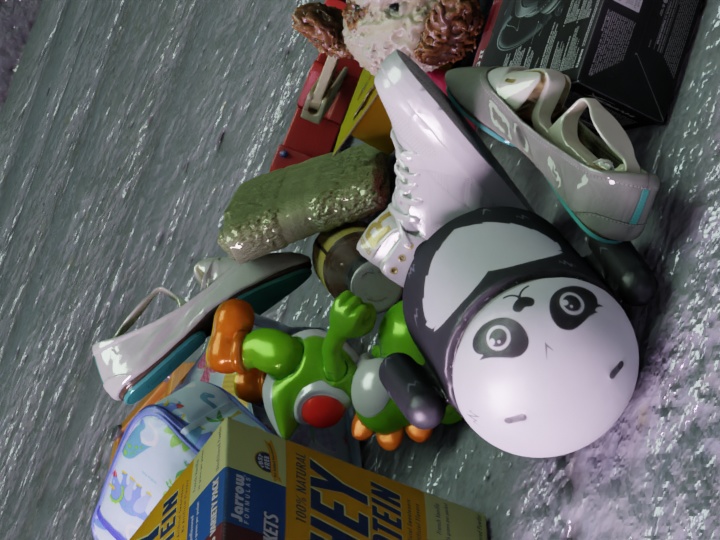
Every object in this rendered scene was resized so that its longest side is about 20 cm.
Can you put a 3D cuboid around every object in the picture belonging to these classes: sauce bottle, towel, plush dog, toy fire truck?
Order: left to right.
[{"bbox_3d":[-0.042,-0.060,1.760,0.148,0.037,0.200,-19,13,5],"label":"towel"},{"bbox_3d":[-0.030,-0.161,1.897,0.141,0.049,0.200,60,-128,-87],"label":"toy fire truck"},{"bbox_3d":[0.000,0.000,1.662,0.200,0.065,0.065,-123,58,-79],"label":"sauce bottle"},{"bbox_3d":[0.039,-0.227,1.612,0.200,0.160,0.172,4,74,48],"label":"plush dog"}]

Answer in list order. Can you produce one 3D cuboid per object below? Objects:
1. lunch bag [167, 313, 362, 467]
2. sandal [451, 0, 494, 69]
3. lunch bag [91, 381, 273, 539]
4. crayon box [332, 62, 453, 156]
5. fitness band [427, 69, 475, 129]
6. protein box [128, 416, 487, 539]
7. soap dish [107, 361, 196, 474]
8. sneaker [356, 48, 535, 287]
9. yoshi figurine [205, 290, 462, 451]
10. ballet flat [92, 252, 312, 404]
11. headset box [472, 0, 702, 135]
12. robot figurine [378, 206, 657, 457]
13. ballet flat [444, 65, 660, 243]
[{"bbox_3d":[-0.087,0.159,1.681,0.170,0.127,0.200,-49,40,40],"label":"lunch bag"},{"bbox_3d":[0.122,-0.210,1.672,0.076,0.043,0.200,-79,16,-50],"label":"sandal"},{"bbox_3d":[-0.100,0.197,1.571,0.082,0.200,0.161,-29,-26,-50],"label":"lunch bag"},{"bbox_3d":[0.044,-0.186,1.745,0.127,0.051,0.200,-53,13,48],"label":"crayon box"},{"bbox_3d":[0.059,-0.064,1.597,0.200,0.037,0.144,-95,11,-51],"label":"fitness band"},{"bbox_3d":[-0.049,0.234,1.399,0.199,0.200,0.135,-51,27,37],"label":"protein box"},{"bbox_3d":[-0.175,0.192,1.915,0.157,0.081,0.200,-46,28,44],"label":"soap dish"},{"bbox_3d":[0.039,-0.050,1.438,0.115,0.200,0.074,-32,36,9],"label":"sneaker"},{"bbox_3d":[-0.005,0.058,1.552,0.112,0.200,0.112,-34,-53,-53],"label":"yoshi figurine"},{"bbox_3d":[-0.133,0.029,1.724,0.200,0.070,0.069,-35,16,-13],"label":"ballet flat"},{"bbox_3d":[0.155,-0.174,1.494,0.200,0.077,0.149,-9,60,67],"label":"headset box"},{"bbox_3d":[0.098,0.034,1.346,0.151,0.125,0.200,-66,24,18],"label":"robot figurine"},{"bbox_3d":[0.128,-0.095,1.374,0.200,0.067,0.064,49,128,40],"label":"ballet flat"}]
